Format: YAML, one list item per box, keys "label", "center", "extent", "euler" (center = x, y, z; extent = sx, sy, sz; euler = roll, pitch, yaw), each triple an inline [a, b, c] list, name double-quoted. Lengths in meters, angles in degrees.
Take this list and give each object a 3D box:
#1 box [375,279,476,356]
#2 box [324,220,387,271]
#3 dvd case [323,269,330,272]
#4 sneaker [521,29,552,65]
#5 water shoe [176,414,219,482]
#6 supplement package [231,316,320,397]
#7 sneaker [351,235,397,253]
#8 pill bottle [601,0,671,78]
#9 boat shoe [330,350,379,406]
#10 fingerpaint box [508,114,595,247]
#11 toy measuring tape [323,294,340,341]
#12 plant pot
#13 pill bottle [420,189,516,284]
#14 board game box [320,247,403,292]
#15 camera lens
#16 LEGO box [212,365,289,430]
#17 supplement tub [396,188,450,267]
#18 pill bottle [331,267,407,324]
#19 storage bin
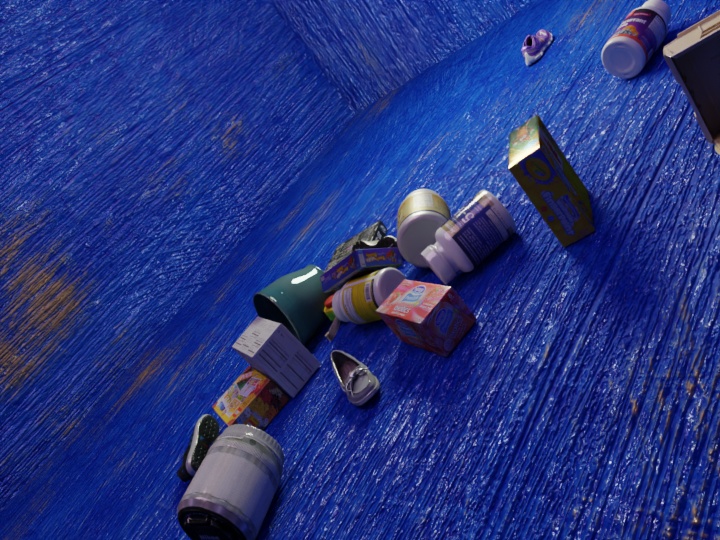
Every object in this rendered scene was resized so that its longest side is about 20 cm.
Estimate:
- label: "box"
  center: [0.130, 0.092, 1.248]
  extent: [0.103, 0.095, 0.199]
  euler: [-46, 19, -14]
- label: "box"
  center: [-0.015, -0.060, 1.931]
  extent: [0.198, 0.044, 0.161]
  euler: [-30, 23, 33]
- label: "dvd case"
  center: [-0.041, 0.003, 1.756]
  extent: [0.140, 0.018, 0.199]
  euler: [-5, -2, -32]
- label: "sneaker"
  center: [0.640, -0.834, 2.222]
  extent: [0.080, 0.084, 0.201]
  euler: [-20, 28, 46]
- label: "water shoe"
  center: [-0.434, 0.463, 1.607]
  extent: [0.078, 0.072, 0.201]
  euler: [-37, 19, 20]
- label: "supplement package"
  center: [-0.220, 0.219, 1.573]
  extent: [0.111, 0.156, 0.199]
  euler: [-49, 20, -17]
- label: "sneaker"
  center: [0.052, -0.053, 1.742]
  extent: [0.197, 0.076, 0.078]
  euler: [-7, -3, 44]
- label: "pill bottle"
  center: [0.704, -0.592, 1.540]
  extent: [0.201, 0.112, 0.111]
  euler: [-50, 21, -21]
- label: "boat shoe"
  center: [-0.018, 0.225, 1.301]
  extent: [0.074, 0.065, 0.202]
  euler: [-43, 19, -3]
- label: "fingerpaint box"
  center: [0.369, -0.175, 1.185]
  extent: [0.073, 0.201, 0.168]
  euler: [-30, 22, 30]
- label: "toy measuring tape"
  center: [-0.074, 0.125, 1.621]
  extent: [0.073, 0.074, 0.201]
  euler: [-29, 23, 32]
- label: "plant pot"
  center: [-0.169, 0.092, 1.713]
  extent: [0.187, 0.202, 0.199]
  euler: [-39, 16, -28]
- label: "pill bottle"
  center: [0.235, -0.069, 1.347]
  extent: [0.199, 0.120, 0.120]
  euler: [-42, 19, 2]
- label: "board game box"
  center: [0.000, 0.000, 1.553]
  extent: [0.132, 0.046, 0.199]
  euler: [-5, -17, -32]
- label: "camera lens"
  center: [-0.248, 0.426, 1.183]
  extent: [0.158, 0.160, 0.202]
  euler: [-27, 24, 35]
- label: "LEGO box"
  center: [-0.285, 0.341, 1.562]
  extent: [0.149, 0.077, 0.199]
  euler: [-48, 20, -17]
- label: "supplement tub"
  center: [0.162, -0.113, 1.543]
  extent: [0.143, 0.145, 0.201]
  euler: [-34, 20, 19]
- label: "pill bottle"
  center: [0.020, 0.068, 1.487]
  extent: [0.198, 0.113, 0.113]
  euler: [-18, 30, 49]
- label: "storage bin"
  center: [0.630, -0.326, 0.989]
  extent: [0.197, 0.201, 0.094]
  euler: [-25, 23, 39]
